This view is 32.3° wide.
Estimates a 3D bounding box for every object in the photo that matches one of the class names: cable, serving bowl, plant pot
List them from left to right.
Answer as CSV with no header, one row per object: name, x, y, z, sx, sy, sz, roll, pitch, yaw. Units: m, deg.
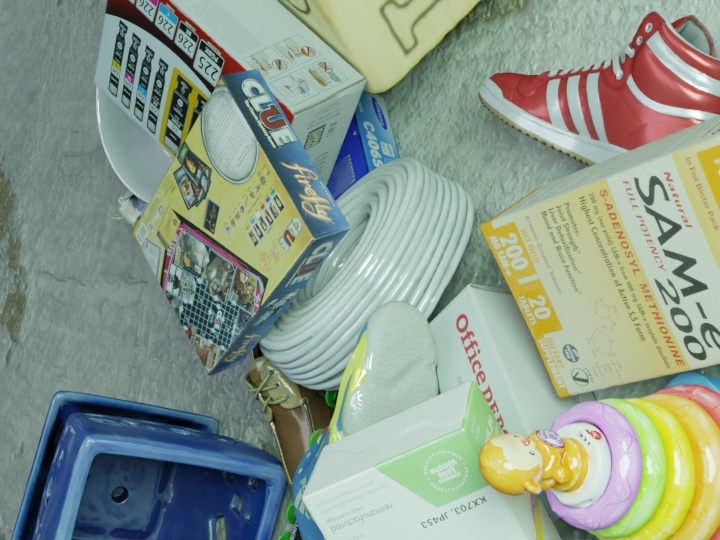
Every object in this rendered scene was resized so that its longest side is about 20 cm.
plant pot,-0.206,0.225,1.132,0.179,0.198,0.203,28,103,59
serving bowl,-0.161,-0.160,1.184,0.198,0.065,0.203,4,97,35
cable,0.000,0.000,0.966,0.201,0.069,0.200,-54,19,-6

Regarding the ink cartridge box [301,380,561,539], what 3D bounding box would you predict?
ink cartridge box,0.064,0.186,0.771,0.116,0.201,0.067,-26,14,18

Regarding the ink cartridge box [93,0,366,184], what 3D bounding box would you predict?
ink cartridge box,-0.112,-0.131,0.972,0.200,0.084,0.177,43,138,18

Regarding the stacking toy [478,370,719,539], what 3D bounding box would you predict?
stacking toy,0.141,0.112,0.699,0.111,0.198,0.116,-60,40,21

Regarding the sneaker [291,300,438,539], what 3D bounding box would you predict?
sneaker,-0.009,0.117,0.858,0.104,0.075,0.203,9,89,53

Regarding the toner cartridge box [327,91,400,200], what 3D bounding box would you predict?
toner cartridge box,-0.043,-0.065,1.116,0.200,0.043,0.096,-41,52,39

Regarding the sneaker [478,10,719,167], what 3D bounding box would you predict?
sneaker,0.168,-0.129,0.836,0.199,0.071,0.114,33,111,43

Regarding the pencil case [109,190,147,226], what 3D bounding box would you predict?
pencil case,-0.186,-0.128,1.281,0.078,0.089,0.202,36,109,58

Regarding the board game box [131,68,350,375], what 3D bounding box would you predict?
board game box,-0.094,-0.029,0.906,0.136,0.034,0.200,60,140,15

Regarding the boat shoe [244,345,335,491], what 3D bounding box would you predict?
boat shoe,-0.067,0.094,1.078,0.075,0.073,0.202,-37,53,41

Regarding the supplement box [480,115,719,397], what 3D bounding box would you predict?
supplement box,0.182,-0.009,0.741,0.199,0.073,0.127,-21,97,48

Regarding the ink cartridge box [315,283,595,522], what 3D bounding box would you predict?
ink cartridge box,0.069,0.128,0.886,0.200,0.082,0.147,-48,46,34

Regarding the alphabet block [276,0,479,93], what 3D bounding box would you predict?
alphabet block,-0.011,-0.291,0.950,0.196,0.201,0.195,-43,40,-9

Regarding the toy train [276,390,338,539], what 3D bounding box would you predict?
toy train,-0.015,0.156,1.008,0.042,0.056,0.203,25,98,53
